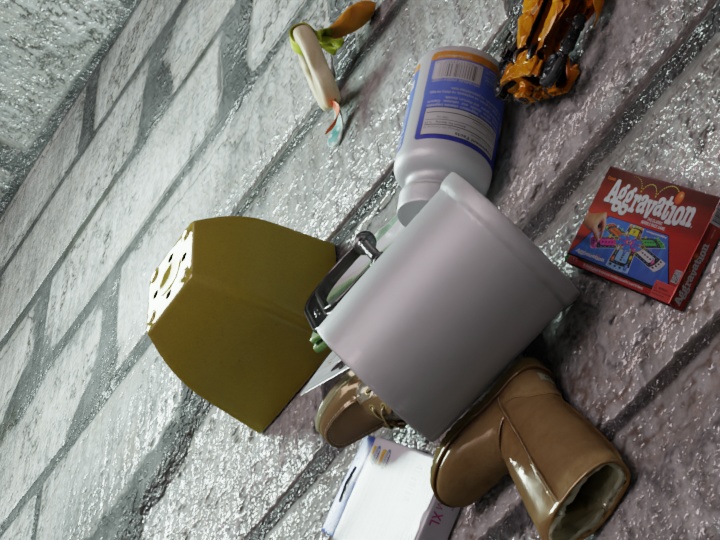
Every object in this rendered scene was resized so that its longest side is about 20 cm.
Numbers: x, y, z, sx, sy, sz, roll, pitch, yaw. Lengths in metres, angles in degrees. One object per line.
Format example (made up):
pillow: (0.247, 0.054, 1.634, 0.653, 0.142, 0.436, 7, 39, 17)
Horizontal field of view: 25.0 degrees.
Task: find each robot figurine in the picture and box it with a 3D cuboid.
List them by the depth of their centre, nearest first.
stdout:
robot figurine: (0.214, -0.268, 1.767, 0.145, 0.058, 0.202, -6, 60, 64)

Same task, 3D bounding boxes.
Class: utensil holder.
utensil holder: (0.081, 0.038, 1.539, 0.200, 0.170, 0.170, -47, 24, 1)

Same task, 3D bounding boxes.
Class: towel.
towel: (0.007, 0.003, 1.867, 0.149, 0.031, 0.200, -44, 9, 21)

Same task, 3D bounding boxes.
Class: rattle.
rattle: (-0.016, -0.279, 2.306, 0.201, 0.141, 0.131, -119, 25, -45)

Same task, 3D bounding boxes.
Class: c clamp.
c clamp: (0.000, 0.000, 1.803, 0.171, 0.027, 0.200, -52, 13, -2)

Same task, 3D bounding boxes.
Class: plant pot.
plant pot: (-0.161, 0.048, 2.065, 0.195, 0.199, 0.197, -49, 28, 30)

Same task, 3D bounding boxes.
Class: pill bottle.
pill bottle: (0.099, -0.141, 1.816, 0.112, 0.111, 0.202, -29, 41, 53)

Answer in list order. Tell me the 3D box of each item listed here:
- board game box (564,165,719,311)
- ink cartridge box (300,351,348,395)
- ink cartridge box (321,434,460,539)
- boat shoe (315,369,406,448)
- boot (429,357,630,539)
board game box: (0.259, -0.033, 1.481, 0.104, 0.019, 0.200, -63, 23, 1)
ink cartridge box: (0.036, 0.057, 1.744, 0.162, 0.057, 0.201, -34, 20, 51)
ink cartridge box: (0.034, 0.240, 1.654, 0.200, 0.042, 0.120, 9, 73, 63)
boat shoe: (0.035, 0.127, 1.693, 0.200, 0.074, 0.067, -41, 42, 18)
boot: (0.143, 0.186, 1.447, 0.176, 0.066, 0.200, -58, 25, 15)
